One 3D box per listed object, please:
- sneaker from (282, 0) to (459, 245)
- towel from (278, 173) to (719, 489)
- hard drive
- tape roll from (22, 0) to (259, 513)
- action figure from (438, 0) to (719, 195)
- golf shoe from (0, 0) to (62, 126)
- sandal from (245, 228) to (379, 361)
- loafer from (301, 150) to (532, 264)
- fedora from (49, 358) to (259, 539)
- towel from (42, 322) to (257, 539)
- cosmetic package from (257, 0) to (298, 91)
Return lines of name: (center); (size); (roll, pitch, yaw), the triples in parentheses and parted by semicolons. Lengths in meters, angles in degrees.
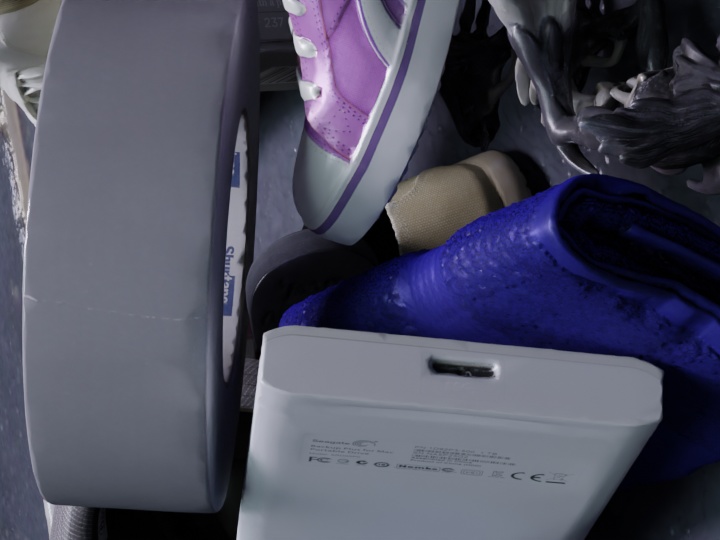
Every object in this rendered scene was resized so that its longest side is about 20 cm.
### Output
sneaker: (-0.020, -0.115, 0.726); (0.073, 0.113, 0.202); (-124, 47, -75)
towel: (0.073, 0.025, 0.753); (0.200, 0.147, 0.050); (-25, 41, 57)
hard drive: (0.024, 0.074, 0.767); (0.200, 0.131, 0.026); (103, 172, -66)
tape roll: (-0.078, -0.010, 0.796); (0.200, 0.066, 0.202); (3, -90, -90)
action figure: (0.095, -0.081, 0.709); (0.200, 0.118, 0.103); (19, 117, 62)
golf shoe: (-0.151, -0.110, 1.077); (0.200, 0.072, 0.093); (-11, -85, -76)
sandal: (-0.001, 0.076, 0.867); (0.043, 0.076, 0.201); (-108, -3, -56)
loafer: (0.000, 0.000, 0.921); (0.200, 0.068, 0.076); (-37, 63, 55)
fedora: (-0.048, 0.126, 0.974); (0.200, 0.176, 0.090); (52, -170, -12)
towel: (-0.096, 0.101, 1.032); (0.023, 0.143, 0.202); (-4, 92, 43)
cosmetic package: (-0.046, -0.183, 0.928); (0.090, 0.106, 0.202); (-19, 81, 57)
